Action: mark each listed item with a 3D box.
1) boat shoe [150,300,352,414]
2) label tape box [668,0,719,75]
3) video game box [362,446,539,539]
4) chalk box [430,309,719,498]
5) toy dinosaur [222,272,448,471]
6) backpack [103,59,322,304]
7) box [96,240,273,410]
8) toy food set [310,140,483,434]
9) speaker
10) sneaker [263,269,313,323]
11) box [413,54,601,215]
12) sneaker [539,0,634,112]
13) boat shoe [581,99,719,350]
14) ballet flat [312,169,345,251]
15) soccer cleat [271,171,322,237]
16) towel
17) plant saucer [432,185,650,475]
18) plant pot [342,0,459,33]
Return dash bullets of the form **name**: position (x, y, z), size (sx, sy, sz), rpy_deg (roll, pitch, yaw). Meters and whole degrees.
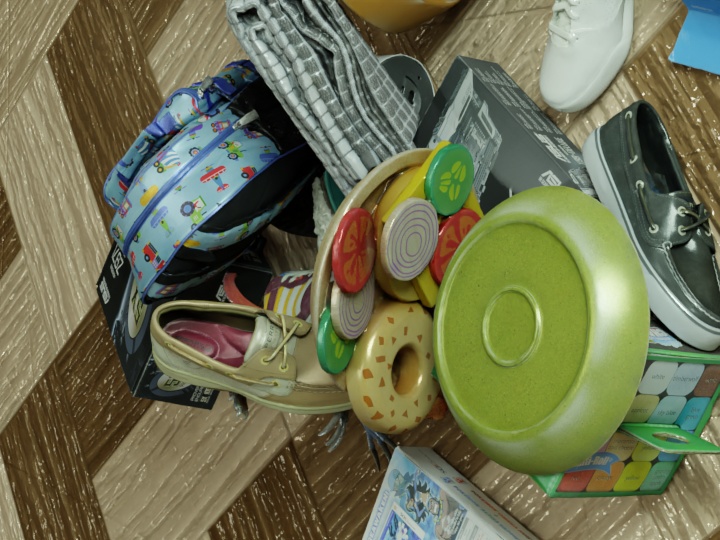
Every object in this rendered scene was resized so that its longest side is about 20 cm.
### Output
- **boat shoe**: position (-0.079, 0.067, 1.343), size (0.066, 0.200, 0.074), rpy_deg (80, -161, -59)
- **label tape box**: position (0.275, -0.230, 1.131), size (0.143, 0.066, 0.200), rpy_deg (28, 106, 49)
- **video game box**: position (0.062, 0.273, 1.345), size (0.182, 0.047, 0.200), rpy_deg (36, 113, 45)
- **chalk box**: position (0.169, 0.082, 1.174), size (0.200, 0.125, 0.124), rpy_deg (47, 121, 44)
- **toy dinosaur**: position (-0.017, 0.084, 1.386), size (0.181, 0.105, 0.200), rpy_deg (-13, 92, 11)
- **backpack**: position (-0.138, -0.070, 1.402), size (0.135, 0.200, 0.183), rpy_deg (45, 128, 3)
- **box**: position (-0.177, 0.009, 1.611), size (0.164, 0.086, 0.200), rpy_deg (-64, 30, 24)
- **toy food set**: position (0.033, 0.007, 1.215), size (0.049, 0.198, 0.200), rpy_deg (19, 61, 37)
- **speaker**: position (-0.025, -0.150, 1.481), size (0.200, 0.081, 0.081), rpy_deg (6, 90, 51)
- **sneaker**: position (-0.041, 0.021, 1.481), size (0.200, 0.075, 0.090), rpy_deg (-51, 54, 33)
- **box**: position (0.107, -0.053, 1.326), size (0.200, 0.050, 0.158), rpy_deg (55, 127, 40)
- **sneaker**: position (0.167, -0.217, 1.243), size (0.075, 0.088, 0.200), rpy_deg (41, 117, 44)
- **boat shoe**: position (0.217, -0.037, 1.177), size (0.057, 0.069, 0.200), rpy_deg (-48, 49, 36)
- **ballet flat**: position (0.000, 0.000, 1.361), size (0.072, 0.072, 0.200), rpy_deg (-56, 48, 31)
- **soccer cleat**: position (-0.082, -0.083, 1.561), size (0.200, 0.073, 0.068), rpy_deg (21, 104, 33)
- **towel**: position (-0.024, -0.151, 1.289), size (0.086, 0.200, 0.166), rpy_deg (-34, 17, 4)
- **plant saucer**: position (0.112, 0.039, 1.130), size (0.200, 0.031, 0.200), rpy_deg (-10, 77, 50)
- **plant pot**: position (0.065, -0.318, 1.320), size (0.183, 0.200, 0.200), rpy_deg (-24, 66, 30)
